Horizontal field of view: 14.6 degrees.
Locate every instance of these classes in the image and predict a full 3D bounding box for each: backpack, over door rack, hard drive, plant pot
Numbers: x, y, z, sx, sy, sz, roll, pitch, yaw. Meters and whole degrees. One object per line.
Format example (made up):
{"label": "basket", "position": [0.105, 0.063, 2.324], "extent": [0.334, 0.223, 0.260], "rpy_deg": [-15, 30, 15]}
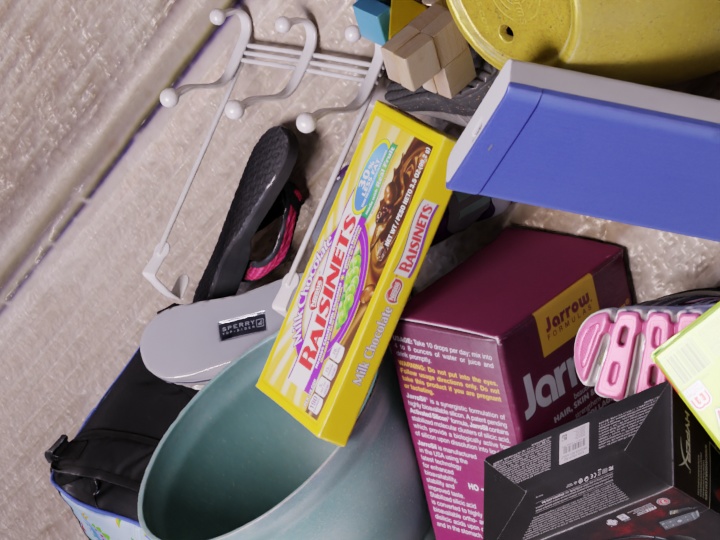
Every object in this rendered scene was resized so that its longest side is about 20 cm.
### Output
{"label": "backpack", "position": [-0.093, 0.150, 2.018], "extent": [0.199, 0.183, 0.147], "rpy_deg": [20, 153, 39]}
{"label": "over door rack", "position": [-0.071, -0.072, 1.845], "extent": [0.147, 0.066, 0.201], "rpy_deg": [13, 87, 45]}
{"label": "hard drive", "position": [0.160, -0.062, 1.565], "extent": [0.198, 0.026, 0.132], "rpy_deg": [11, 155, -10]}
{"label": "plant pot", "position": [0.127, -0.178, 1.552], "extent": [0.199, 0.142, 0.201], "rpy_deg": [29, 135, 33]}
{"label": "plant pot", "position": [-0.027, 0.146, 1.837], "extent": [0.200, 0.201, 0.134], "rpy_deg": [-6, 133, 51]}

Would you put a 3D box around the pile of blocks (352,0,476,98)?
{"label": "pile of blocks", "position": [0.034, -0.161, 1.646], "extent": [0.081, 0.201, 0.062], "rpy_deg": [-5, 131, 15]}

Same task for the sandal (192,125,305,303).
{"label": "sandal", "position": [-0.071, -0.025, 1.961], "extent": [0.045, 0.075, 0.201], "rpy_deg": [17, 135, -10]}

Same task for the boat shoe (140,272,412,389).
{"label": "boat shoe", "position": [-0.050, 0.049, 1.949], "extent": [0.199, 0.070, 0.071], "rpy_deg": [-12, 70, 15]}

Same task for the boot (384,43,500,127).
{"label": "boot", "position": [0.096, -0.090, 1.704], "extent": [0.131, 0.070, 0.200], "rpy_deg": [34, -179, -18]}

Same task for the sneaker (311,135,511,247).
{"label": "sneaker", "position": [0.010, -0.036, 1.834], "extent": [0.200, 0.087, 0.075], "rpy_deg": [-24, 97, 53]}

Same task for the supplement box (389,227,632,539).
{"label": "supplement box", "position": [0.110, 0.094, 1.778], "extent": [0.103, 0.131, 0.201], "rpy_deg": [11, 124, 44]}

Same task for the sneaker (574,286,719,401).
{"label": "sneaker", "position": [0.231, 0.044, 1.657], "extent": [0.199, 0.087, 0.074], "rpy_deg": [0, 99, 25]}

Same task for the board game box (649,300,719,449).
{"label": "board game box", "position": [0.268, 0.027, 1.553], "extent": [0.200, 0.048, 0.102], "rpy_deg": [-41, 83, 30]}

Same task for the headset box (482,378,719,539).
{"label": "headset box", "position": [0.192, 0.157, 1.677], "extent": [0.148, 0.075, 0.199], "rpy_deg": [-26, 137, 36]}

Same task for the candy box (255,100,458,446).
{"label": "candy box", "position": [0.000, 0.000, 1.747], "extent": [0.102, 0.026, 0.201], "rpy_deg": [33, 102, 62]}
